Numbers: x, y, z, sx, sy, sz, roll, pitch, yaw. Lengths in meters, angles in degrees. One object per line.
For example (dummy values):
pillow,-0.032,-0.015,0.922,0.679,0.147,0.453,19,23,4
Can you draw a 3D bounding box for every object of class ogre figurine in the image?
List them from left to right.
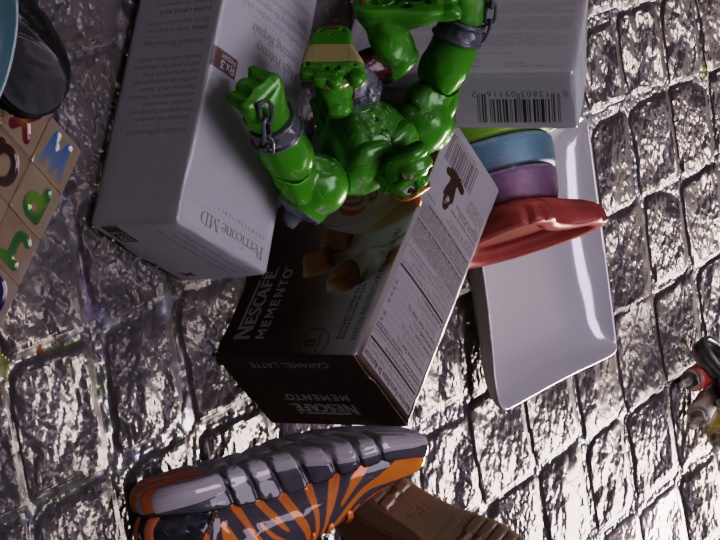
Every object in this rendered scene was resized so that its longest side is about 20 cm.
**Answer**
ogre figurine,0.006,-0.104,1.447,0.200,0.098,0.120,-51,149,-44

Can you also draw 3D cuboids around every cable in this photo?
cable,0.335,0.097,2.136,0.097,0.050,0.200,66,24,-3

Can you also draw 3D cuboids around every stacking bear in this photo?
stacking bear,0.082,-0.112,1.671,0.121,0.113,0.201,-1,73,-54

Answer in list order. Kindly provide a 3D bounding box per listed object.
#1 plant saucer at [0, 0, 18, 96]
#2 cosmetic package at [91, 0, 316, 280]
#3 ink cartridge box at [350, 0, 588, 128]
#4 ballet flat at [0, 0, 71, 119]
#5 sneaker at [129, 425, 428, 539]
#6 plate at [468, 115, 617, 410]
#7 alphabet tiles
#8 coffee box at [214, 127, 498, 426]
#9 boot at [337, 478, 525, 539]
plant saucer,-0.266,-0.136,1.188,0.200,0.027,0.201,-6,98,-42
cosmetic package,-0.094,-0.104,1.445,0.102,0.074,0.201,32,61,-53
ink cartridge box,0.078,-0.162,1.597,0.200,0.159,0.047,-72,159,-57
ballet flat,-0.226,-0.167,1.273,0.066,0.057,0.200,-34,113,-12
sneaker,-0.045,0.165,1.453,0.199,0.078,0.113,-13,97,-19
plate,0.134,-0.009,1.823,0.200,0.032,0.201,-21,106,-55
alphabet tiles,-0.238,-0.063,1.282,0.200,0.008,0.168,53,47,-42
coffee box,0.000,0.000,1.546,0.080,0.114,0.201,54,47,-40
boot,0.064,0.222,1.529,0.072,0.200,0.167,-38,148,-22
